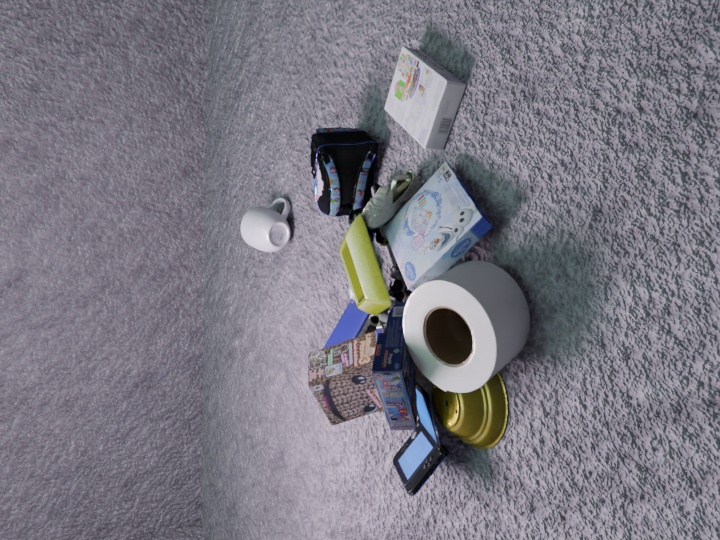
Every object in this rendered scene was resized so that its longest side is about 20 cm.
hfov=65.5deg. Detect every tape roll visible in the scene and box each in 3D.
[{"bbox_3d":[0.192,0.099,1.023,0.198,0.137,0.211,17,116,38],"label":"tape roll"}]

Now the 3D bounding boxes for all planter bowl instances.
[{"bbox_3d":[0.201,0.264,1.135,0.198,0.081,0.209,10,102,60],"label":"planter bowl"}]

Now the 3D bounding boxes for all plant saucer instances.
[{"bbox_3d":[0.000,0.000,1.255,0.200,0.046,0.207,128,124,-76],"label":"plant saucer"}]

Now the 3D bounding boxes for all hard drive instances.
[{"bbox_3d":[-0.034,0.166,1.487,0.130,0.025,0.204,1,57,60],"label":"hard drive"}]

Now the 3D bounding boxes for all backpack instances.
[{"bbox_3d":[-0.048,-0.253,1.460,0.136,0.176,0.206,-120,28,-51],"label":"backpack"}]

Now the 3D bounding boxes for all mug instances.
[{"bbox_3d":[-0.315,-0.165,1.988,0.173,0.146,0.205,19,79,52],"label":"mug"}]

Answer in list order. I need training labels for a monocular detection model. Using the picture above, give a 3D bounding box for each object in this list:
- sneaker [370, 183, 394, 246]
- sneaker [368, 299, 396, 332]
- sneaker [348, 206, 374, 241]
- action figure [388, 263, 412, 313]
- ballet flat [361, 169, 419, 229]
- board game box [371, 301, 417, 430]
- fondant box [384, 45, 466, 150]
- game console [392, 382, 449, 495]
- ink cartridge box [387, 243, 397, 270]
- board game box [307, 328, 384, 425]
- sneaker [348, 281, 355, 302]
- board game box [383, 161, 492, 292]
[{"bbox_3d":[0.047,-0.133,1.336,0.084,0.070,0.203,-57,22,29],"label":"sneaker"},{"bbox_3d":[0.088,0.137,1.316,0.199,0.077,0.076,29,141,59],"label":"sneaker"},{"bbox_3d":[0.003,-0.124,1.411,0.201,0.067,0.081,-104,3,-75],"label":"sneaker"},{"bbox_3d":[0.102,0.043,1.220,0.197,0.099,0.124,-9,88,57],"label":"action figure"},{"bbox_3d":[0.065,-0.167,1.236,0.070,0.199,0.074,23,134,27],"label":"ballet flat"},{"bbox_3d":[0.077,0.207,1.121,0.203,0.059,0.206,-75,-22,-56],"label":"board game box"},{"bbox_3d":[0.136,-0.379,1.226,0.202,0.056,0.148,55,137,42],"label":"fondant box"},{"bbox_3d":[0.108,0.347,1.205,0.172,0.118,0.200,-49,5,-4],"label":"game console"},{"bbox_3d":[0.141,-0.001,1.275,0.160,0.049,0.207,-24,86,58],"label":"ink cartridge box"},{"bbox_3d":[-0.008,0.253,1.317,0.099,0.193,0.162,-98,-15,-51],"label":"board game box"},{"bbox_3d":[0.009,-0.017,1.488,0.085,0.073,0.208,-22,70,35],"label":"sneaker"},{"bbox_3d":[0.147,-0.087,1.128,0.199,0.043,0.203,-44,38,21],"label":"board game box"}]
